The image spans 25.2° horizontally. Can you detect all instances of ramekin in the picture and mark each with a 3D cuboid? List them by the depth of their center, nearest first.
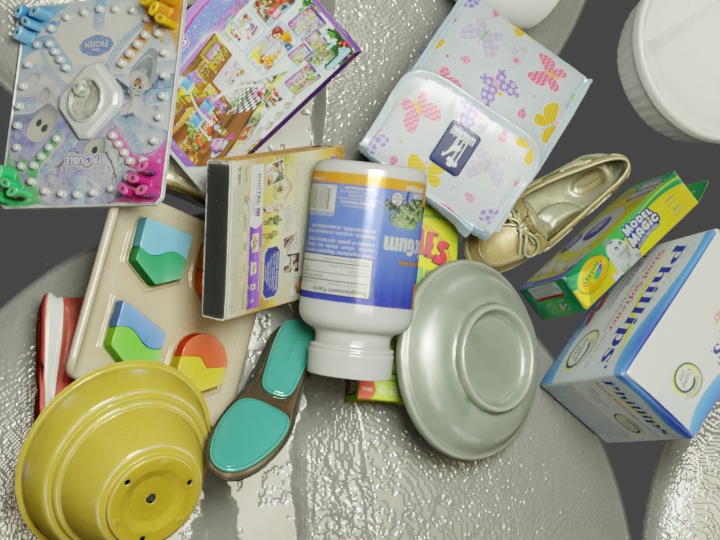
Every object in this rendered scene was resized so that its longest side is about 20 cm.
[{"bbox_3d":[0.369,-0.231,1.742,0.200,0.094,0.205,2,83,-17],"label":"ramekin"}]

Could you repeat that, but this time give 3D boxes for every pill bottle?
[{"bbox_3d":[0.000,0.000,1.532,0.111,0.112,0.203,5,91,-16],"label":"pill bottle"}]

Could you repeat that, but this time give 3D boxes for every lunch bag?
[{"bbox_3d":[0.112,-0.150,1.622,0.169,0.127,0.201,36,67,-1],"label":"lunch bag"}]

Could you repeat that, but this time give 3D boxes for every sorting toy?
[{"bbox_3d":[-0.173,0.038,1.526,0.199,0.036,0.187,25,72,-38],"label":"sorting toy"}]

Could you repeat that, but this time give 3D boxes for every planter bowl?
[{"bbox_3d":[-0.205,0.190,1.464,0.199,0.083,0.203,-16,121,-29],"label":"planter bowl"}]

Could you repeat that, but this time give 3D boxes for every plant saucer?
[{"bbox_3d":[0.122,0.088,1.608,0.199,0.050,0.203,6,81,-41],"label":"plant saucer"}]

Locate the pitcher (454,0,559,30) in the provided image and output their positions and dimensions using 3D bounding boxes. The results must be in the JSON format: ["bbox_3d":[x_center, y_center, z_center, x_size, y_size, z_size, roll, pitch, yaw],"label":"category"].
[{"bbox_3d":[0.120,-0.355,1.677,0.199,0.121,0.172,35,36,-19],"label":"pitcher"}]

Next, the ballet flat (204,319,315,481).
[{"bbox_3d":[-0.090,0.137,1.541,0.067,0.069,0.201,25,50,8],"label":"ballet flat"}]

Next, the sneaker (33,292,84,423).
[{"bbox_3d":[-0.248,0.122,1.516,0.114,0.078,0.203,2,83,-15],"label":"sneaker"}]

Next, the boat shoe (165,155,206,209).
[{"bbox_3d":[-0.153,-0.099,1.575,0.198,0.074,0.067,21,82,-13],"label":"boat shoe"}]

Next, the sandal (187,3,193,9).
[{"bbox_3d":[-0.146,-0.225,1.539,0.197,0.045,0.076,6,95,-7],"label":"sandal"}]

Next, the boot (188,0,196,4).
[{"bbox_3d":[-0.175,-0.260,1.592,0.153,0.072,0.202,-9,83,-17],"label":"boot"}]

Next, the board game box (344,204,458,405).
[{"bbox_3d":[0.042,0.034,1.631,0.100,0.048,0.203,5,81,-16],"label":"board game box"}]

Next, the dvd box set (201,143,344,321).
[{"bbox_3d":[-0.080,-0.041,1.529,0.199,0.029,0.148,-17,112,-58],"label":"dvd box set"}]

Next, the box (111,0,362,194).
[{"bbox_3d":[-0.116,-0.189,1.502,0.200,0.039,0.137,-41,89,13],"label":"box"}]

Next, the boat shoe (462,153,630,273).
[{"bbox_3d":[0.194,-0.063,1.682,0.199,0.063,0.074,-29,91,-18],"label":"boat shoe"}]

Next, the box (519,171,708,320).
[{"bbox_3d":[0.265,-0.033,1.672,0.200,0.117,0.049,-40,96,-18],"label":"box"}]

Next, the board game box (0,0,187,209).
[{"bbox_3d":[-0.257,-0.160,1.504,0.026,0.198,0.203,20,73,-57],"label":"board game box"}]

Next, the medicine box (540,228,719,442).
[{"bbox_3d":[0.302,0.070,1.625,0.103,0.200,0.183,39,74,-9],"label":"medicine box"}]
